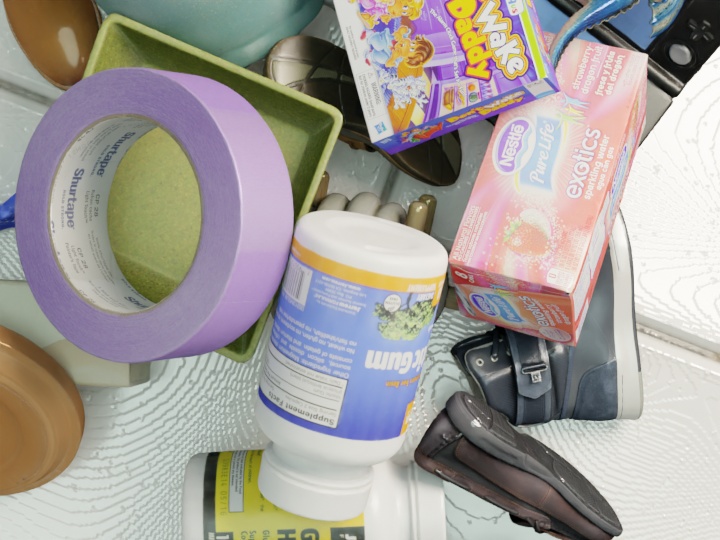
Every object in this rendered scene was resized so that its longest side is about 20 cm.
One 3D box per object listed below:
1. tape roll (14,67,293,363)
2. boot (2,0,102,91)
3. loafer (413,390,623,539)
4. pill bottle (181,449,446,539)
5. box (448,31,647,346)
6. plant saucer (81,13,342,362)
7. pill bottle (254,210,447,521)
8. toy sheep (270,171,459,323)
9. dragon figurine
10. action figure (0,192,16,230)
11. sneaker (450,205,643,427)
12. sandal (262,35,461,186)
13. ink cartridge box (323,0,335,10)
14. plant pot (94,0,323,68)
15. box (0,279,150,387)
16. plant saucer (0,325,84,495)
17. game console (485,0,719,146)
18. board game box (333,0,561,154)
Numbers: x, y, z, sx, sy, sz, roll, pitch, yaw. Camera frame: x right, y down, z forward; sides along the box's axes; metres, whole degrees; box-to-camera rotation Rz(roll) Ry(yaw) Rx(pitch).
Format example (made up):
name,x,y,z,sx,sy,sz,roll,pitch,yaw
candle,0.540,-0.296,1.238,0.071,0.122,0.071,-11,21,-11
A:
name,x,y,z,sx,sy,sz,roll,pitch,yaw
tape roll,-0.146,-0.038,1.057,0.199,0.065,0.202,0,91,30
boot,-0.268,-0.240,1.177,0.073,0.155,0.201,-25,88,1
loafer,0.121,0.164,1.173,0.063,0.072,0.200,-45,121,13
pill bottle,-0.034,0.193,1.178,0.198,0.112,0.114,-3,88,2
box,0.141,-0.061,1.118,0.094,0.103,0.201,15,70,15
plant saucer,-0.129,-0.062,1.136,0.198,0.048,0.201,24,100,11
pill bottle,-0.013,0.068,1.073,0.111,0.112,0.202,13,106,2
toy sheep,0.000,0.000,1.175,0.198,0.138,0.139,14,89,13
dragon figurine,0.204,-0.209,1.087,0.099,0.059,0.201,23,73,9
action figure,-0.239,-0.039,1.217,0.199,0.065,0.099,-33,81,2
sneaker,0.140,0.023,1.194,0.145,0.077,0.204,-6,91,-1
sandal,0.000,-0.122,1.185,0.199,0.054,0.082,17,73,-34
ink cartridge box,0.054,-0.288,1.182,0.068,0.116,0.202,19,90,-39
plant pot,-0.109,-0.234,1.168,0.199,0.200,0.135,-31,114,1
box,-0.269,0.047,1.201,0.198,0.095,0.079,3,89,4
plant saucer,-0.313,0.111,1.165,0.198,0.032,0.201,3,133,3
game console,0.165,-0.188,1.185,0.199,0.176,0.117,38,62,2
board game box,0.049,-0.202,1.088,0.134,0.045,0.202,-19,77,17
